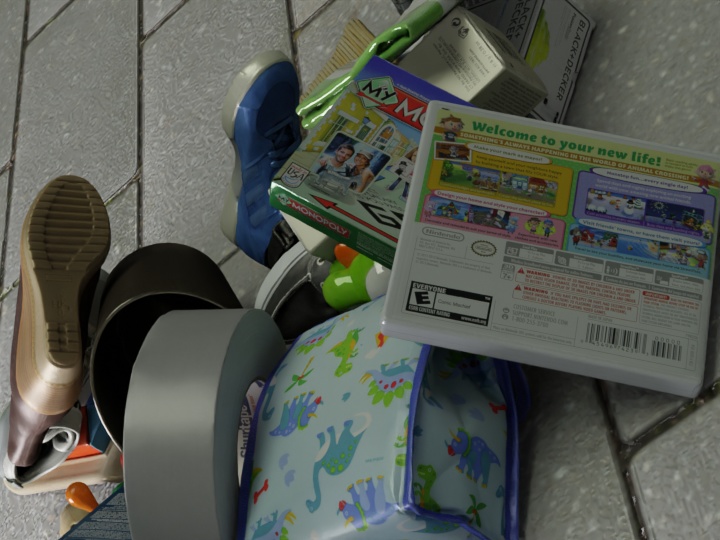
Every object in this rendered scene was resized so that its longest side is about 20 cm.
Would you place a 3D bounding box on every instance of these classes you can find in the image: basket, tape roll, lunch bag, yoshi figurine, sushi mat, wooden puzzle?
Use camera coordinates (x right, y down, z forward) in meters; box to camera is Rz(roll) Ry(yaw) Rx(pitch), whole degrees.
[{"bbox_3d":[-0.147,0.060,1.472,0.136,0.181,0.200,-32,23,0],"label":"basket"},{"bbox_3d":[-0.100,0.127,1.284,0.066,0.201,0.201,-2,50,13],"label":"tape roll"},{"bbox_3d":[0.015,0.104,1.226,0.170,0.127,0.201,-25,51,37],"label":"lunch bag"},{"bbox_3d":[0.072,0.011,1.306,0.199,0.112,0.112,-10,90,31],"label":"yoshi figurine"},{"bbox_3d":[-0.011,-0.151,1.522,0.096,0.012,0.200,-58,19,10],"label":"sushi mat"},{"bbox_3d":[-0.235,0.109,1.650,0.200,0.037,0.186,-11,50,49],"label":"wooden puzzle"}]

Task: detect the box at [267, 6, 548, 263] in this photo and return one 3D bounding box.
[{"bbox_3d":[0.034,-0.093,1.338,0.200,0.082,0.068,-42,63,15],"label":"box"}]

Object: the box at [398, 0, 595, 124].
[{"bbox_3d":[0.082,-0.147,1.460,0.200,0.060,0.117,-11,51,48],"label":"box"}]

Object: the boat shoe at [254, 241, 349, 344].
[{"bbox_3d":[0.000,0.000,1.421,0.200,0.070,0.066,-36,32,13],"label":"boat shoe"}]

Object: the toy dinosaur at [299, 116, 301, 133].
[{"bbox_3d":[-0.077,-0.096,1.596,0.058,0.101,0.200,-27,29,-17],"label":"toy dinosaur"}]

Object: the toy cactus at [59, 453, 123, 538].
[{"bbox_3d":[-0.221,0.221,1.477,0.201,0.102,0.165,-63,21,-1],"label":"toy cactus"}]

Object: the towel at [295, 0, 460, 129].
[{"bbox_3d":[0.043,-0.190,1.362,0.149,0.031,0.200,-38,5,46],"label":"towel"}]

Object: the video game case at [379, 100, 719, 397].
[{"bbox_3d":[0.125,-0.017,1.170,0.022,0.199,0.183,97,-175,-55],"label":"video game case"}]

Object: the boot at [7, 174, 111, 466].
[{"bbox_3d":[-0.259,0.040,1.507,0.166,0.072,0.201,124,151,-52],"label":"boot"}]

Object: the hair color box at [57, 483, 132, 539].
[{"bbox_3d":[-0.165,0.220,1.279,0.060,0.100,0.200,2,11,14],"label":"hair color box"}]

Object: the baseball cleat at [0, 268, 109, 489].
[{"bbox_3d":[-0.254,0.097,1.603,0.106,0.070,0.201,24,89,56],"label":"baseball cleat"}]

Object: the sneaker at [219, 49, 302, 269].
[{"bbox_3d":[-0.055,-0.074,1.473,0.077,0.200,0.111,-28,54,-36],"label":"sneaker"}]

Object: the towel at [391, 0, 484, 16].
[{"bbox_3d":[0.067,-0.295,1.515,0.085,0.200,0.166,3,62,25],"label":"towel"}]

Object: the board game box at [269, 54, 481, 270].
[{"bbox_3d":[0.059,-0.050,1.217,0.135,0.199,0.029,-54,-16,-31],"label":"board game box"}]
